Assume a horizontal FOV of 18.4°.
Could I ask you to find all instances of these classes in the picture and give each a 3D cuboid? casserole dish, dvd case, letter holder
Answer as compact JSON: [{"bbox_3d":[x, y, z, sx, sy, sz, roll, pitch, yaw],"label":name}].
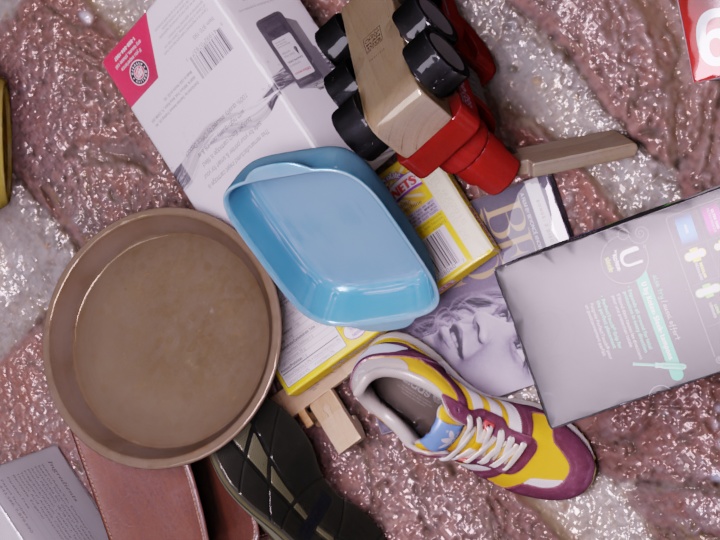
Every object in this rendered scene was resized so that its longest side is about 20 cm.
[{"bbox_3d":[-0.017,-0.027,1.616,0.121,0.200,0.039,-8,49,26],"label":"casserole dish"},{"bbox_3d":[0.080,0.027,1.703,0.200,0.016,0.149,-20,88,22],"label":"dvd case"},{"bbox_3d":[-0.138,0.132,1.758,0.142,0.101,0.201,-20,88,21],"label":"letter holder"}]

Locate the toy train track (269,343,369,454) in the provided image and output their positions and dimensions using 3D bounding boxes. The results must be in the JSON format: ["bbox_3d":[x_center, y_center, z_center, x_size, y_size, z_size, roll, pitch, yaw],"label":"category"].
[{"bbox_3d":[-0.054,0.054,1.752,0.115,0.033,0.200,-37,75,17],"label":"toy train track"}]

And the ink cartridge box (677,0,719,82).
[{"bbox_3d":[0.318,-0.236,1.541,0.199,0.084,0.176,-11,91,23],"label":"ink cartridge box"}]

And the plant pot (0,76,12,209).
[{"bbox_3d":[-0.355,-0.103,1.788,0.142,0.200,0.201,-2,96,-4],"label":"plant pot"}]

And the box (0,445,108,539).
[{"bbox_3d":[-0.292,0.285,1.819,0.199,0.131,0.200,-38,82,21],"label":"box"}]

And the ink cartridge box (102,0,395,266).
[{"bbox_3d":[-0.086,-0.125,1.695,0.145,0.083,0.200,-39,81,43],"label":"ink cartridge box"}]

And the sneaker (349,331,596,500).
[{"bbox_3d":[0.081,0.122,1.656,0.200,0.090,0.075,27,110,3],"label":"sneaker"}]

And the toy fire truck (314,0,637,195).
[{"bbox_3d":[0.086,-0.126,1.630,0.129,0.176,0.200,-41,121,20],"label":"toy fire truck"}]

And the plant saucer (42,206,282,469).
[{"bbox_3d":[-0.148,0.052,1.685,0.200,0.029,0.201,-4,78,20],"label":"plant saucer"}]

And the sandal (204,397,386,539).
[{"bbox_3d":[-0.057,0.181,1.721,0.057,0.080,0.201,-12,121,53],"label":"sandal"}]

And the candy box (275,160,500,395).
[{"bbox_3d":[0.000,0.000,1.701,0.200,0.026,0.102,-35,72,15],"label":"candy box"}]

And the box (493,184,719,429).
[{"bbox_3d":[0.219,0.017,1.567,0.200,0.149,0.125,-21,88,17],"label":"box"}]
